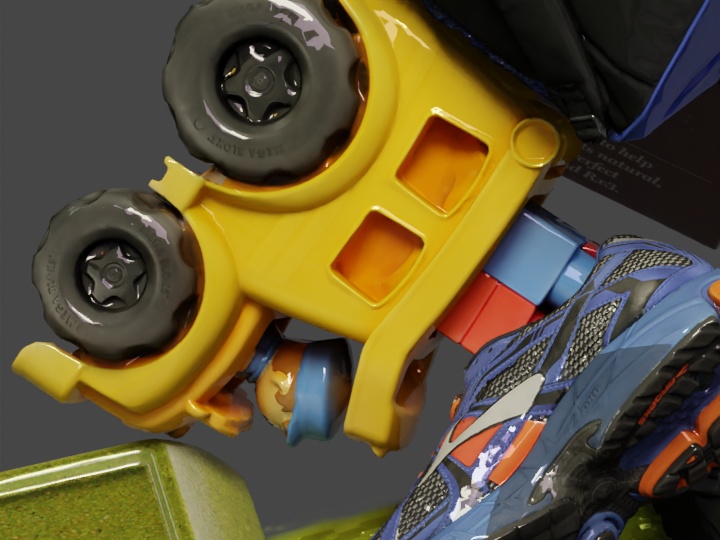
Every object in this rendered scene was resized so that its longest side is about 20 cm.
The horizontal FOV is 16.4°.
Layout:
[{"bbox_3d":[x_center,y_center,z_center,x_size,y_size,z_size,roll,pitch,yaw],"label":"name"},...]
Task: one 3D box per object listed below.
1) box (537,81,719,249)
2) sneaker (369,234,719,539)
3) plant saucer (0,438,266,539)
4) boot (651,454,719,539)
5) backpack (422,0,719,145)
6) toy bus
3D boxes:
[{"bbox_3d":[0.124,-0.155,1.000,0.166,0.164,0.200,26,65,9],"label":"box"},{"bbox_3d":[0.055,0.068,0.844,0.200,0.075,0.078,-42,42,3],"label":"sneaker"},{"bbox_3d":[-0.120,0.129,0.852,0.199,0.048,0.200,-13,33,-9],"label":"plant saucer"},{"bbox_3d":[0.187,0.054,0.913,0.168,0.077,0.200,-12,29,-7],"label":"boot"},{"bbox_3d":[0.069,-0.167,0.827,0.200,0.163,0.168,39,39,15],"label":"backpack"},{"bbox_3d":[0.000,0.000,0.911,0.192,0.136,0.200,37,98,5],"label":"toy bus"}]
